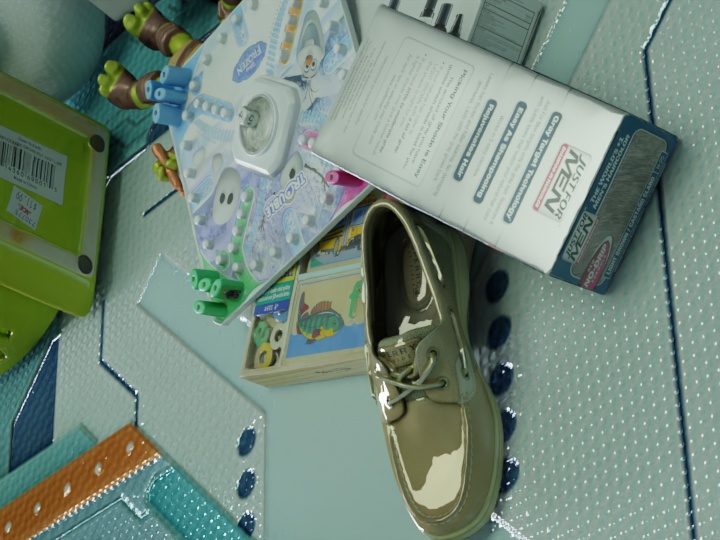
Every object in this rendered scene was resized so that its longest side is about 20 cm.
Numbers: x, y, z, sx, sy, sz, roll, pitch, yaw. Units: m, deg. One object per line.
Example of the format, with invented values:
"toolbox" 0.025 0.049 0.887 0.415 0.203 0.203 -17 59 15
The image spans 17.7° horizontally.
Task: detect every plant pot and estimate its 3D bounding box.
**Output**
"plant pot" -0.308 -0.050 1.783 0.181 0.200 0.199 -24 52 40

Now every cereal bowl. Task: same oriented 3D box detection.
"cereal bowl" -0.310 -0.208 1.862 0.200 0.200 0.083 -36 6 39

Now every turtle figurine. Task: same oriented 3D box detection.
"turtle figurine" -0.118 -0.156 1.682 0.161 0.064 0.200 18 95 52

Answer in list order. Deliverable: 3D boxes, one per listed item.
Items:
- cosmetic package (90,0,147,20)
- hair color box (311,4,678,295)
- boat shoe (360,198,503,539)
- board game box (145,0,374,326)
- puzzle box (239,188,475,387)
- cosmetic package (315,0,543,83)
"cosmetic package" -0.160 -0.324 1.718 0.200 0.165 0.165 -22 35 47
"hair color box" 0.073 -0.071 1.317 0.200 0.060 0.100 30 97 41
"boat shoe" 0.032 0.055 1.315 0.072 0.065 0.200 -17 65 26
"board game box" -0.068 -0.097 1.527 0.200 0.026 0.200 -42 51 39
"puzzle box" 0.000 0.000 1.458 0.200 0.025 0.133 -13 61 52
"cosmetic package" 0.029 -0.148 1.481 0.200 0.051 0.083 15 83 57
